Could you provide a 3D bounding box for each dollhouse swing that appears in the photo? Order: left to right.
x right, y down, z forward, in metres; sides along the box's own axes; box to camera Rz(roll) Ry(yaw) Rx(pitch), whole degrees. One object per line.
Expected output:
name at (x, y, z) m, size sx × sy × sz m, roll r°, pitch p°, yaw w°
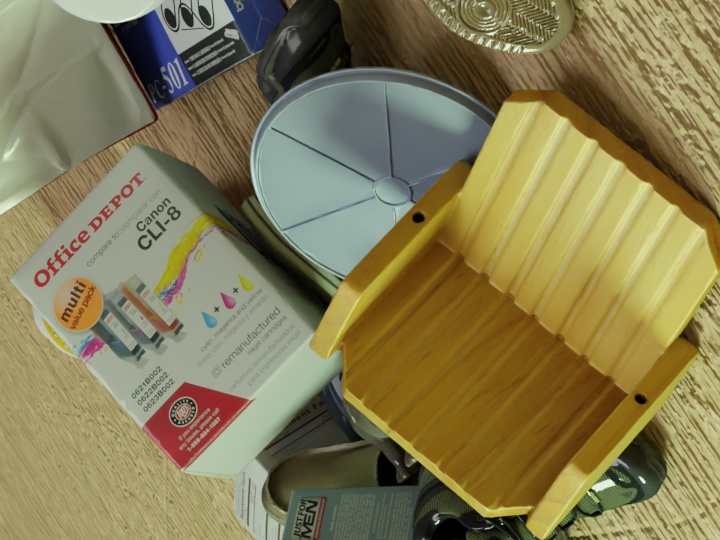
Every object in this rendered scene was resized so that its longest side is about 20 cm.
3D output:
dollhouse swing at (0.100, 0.023, 1.456) m, size 0.200 × 0.182 × 0.176 m, roll 40°, pitch 158°, yaw 11°

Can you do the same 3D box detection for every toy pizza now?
toy pizza at (0.024, -0.063, 1.575) m, size 0.199 × 0.032 × 0.201 m, roll 9°, pitch 135°, yaw 9°

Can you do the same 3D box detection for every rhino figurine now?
rhino figurine at (0.028, 0.089, 1.654) m, size 0.088 × 0.060 × 0.200 m, roll 51°, pitch 167°, yaw 9°

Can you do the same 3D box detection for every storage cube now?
storage cube at (-0.285, -0.175, 1.838) m, size 0.200 × 0.171 × 0.180 m, roll 61°, pitch 177°, yaw -35°

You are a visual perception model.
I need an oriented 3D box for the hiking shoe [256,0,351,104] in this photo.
hiking shoe at (-0.011, -0.113, 1.625) m, size 0.100 × 0.076 × 0.200 m, roll 27°, pitch 152°, yaw 19°

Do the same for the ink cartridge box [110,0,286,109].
ink cartridge box at (-0.126, -0.190, 1.774) m, size 0.094 × 0.044 × 0.200 m, roll 62°, pitch 154°, yaw -4°

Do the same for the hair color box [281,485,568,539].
hair color box at (0.051, 0.211, 1.735) m, size 0.199 × 0.061 × 0.099 m, roll -3°, pitch 136°, yaw 17°

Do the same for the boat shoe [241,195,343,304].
boat shoe at (0.000, 0.000, 1.705) m, size 0.200 × 0.062 × 0.075 m, roll 35°, pitch 173°, yaw 15°

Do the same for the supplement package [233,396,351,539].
supplement package at (0.000, 0.206, 1.898) m, size 0.200 × 0.113 × 0.110 m, roll 45°, pitch 150°, yaw 28°

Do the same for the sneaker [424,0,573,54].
sneaker at (0.045, -0.211, 1.437) m, size 0.199 × 0.113 × 0.071 m, roll 29°, pitch 117°, yaw -8°

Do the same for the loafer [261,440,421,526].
loafer at (0.013, 0.160, 1.793) m, size 0.199 × 0.076 × 0.068 m, roll -2°, pitch 144°, yaw 19°

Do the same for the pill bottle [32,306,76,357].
pill bottle at (-0.228, 0.027, 2.114) m, size 0.200 × 0.104 × 0.105 m, roll -9°, pitch 110°, yaw 62°

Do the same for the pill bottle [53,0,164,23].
pill bottle at (-0.179, -0.245, 1.650) m, size 0.200 × 0.110 × 0.111 m, roll -105°, pitch 0°, yaw -60°

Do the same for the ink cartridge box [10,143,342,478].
ink cartridge box at (-0.128, 0.031, 1.730) m, size 0.200 × 0.145 × 0.145 m, roll 46°, pitch -174°, yaw 15°

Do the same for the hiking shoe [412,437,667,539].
hiking shoe at (0.120, 0.169, 1.611) m, size 0.199 × 0.101 × 0.076 m, roll -16°, pitch 130°, yaw 36°

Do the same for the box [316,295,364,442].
box at (-0.013, 0.037, 1.820) m, size 0.200 × 0.043 × 0.160 m, roll 54°, pitch 153°, yaw 10°
